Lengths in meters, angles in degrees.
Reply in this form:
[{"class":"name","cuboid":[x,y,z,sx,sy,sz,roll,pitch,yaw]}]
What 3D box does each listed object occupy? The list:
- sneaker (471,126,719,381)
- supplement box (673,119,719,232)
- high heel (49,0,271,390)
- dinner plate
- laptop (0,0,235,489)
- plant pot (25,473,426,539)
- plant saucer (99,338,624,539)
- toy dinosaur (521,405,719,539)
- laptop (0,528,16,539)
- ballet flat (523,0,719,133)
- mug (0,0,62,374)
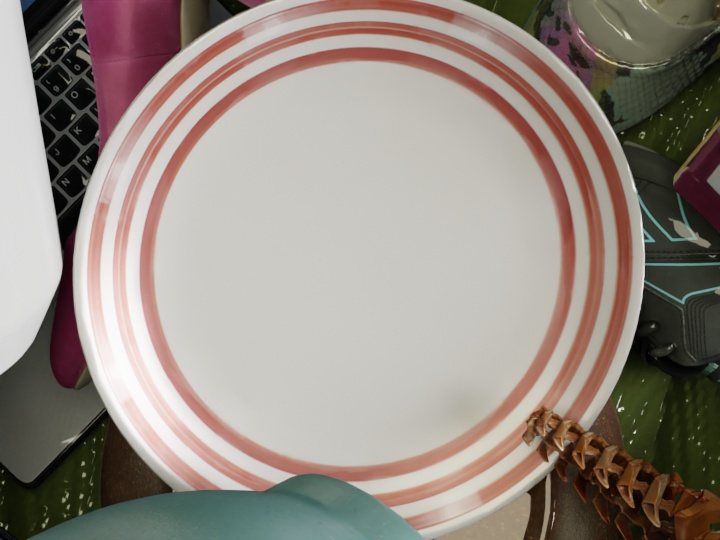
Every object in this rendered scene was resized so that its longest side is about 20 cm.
[{"class":"sneaker","cuboid":[0.107,-0.004,0.783,0.199,0.075,0.080,10,86,6]},{"class":"supplement box","cuboid":[0.219,-0.080,0.721,0.103,0.131,0.200,44,61,9]},{"class":"high heel","cuboid":[-0.094,-0.060,0.769,0.096,0.067,0.201,26,107,6]},{"class":"dinner plate","cuboid":[0.000,0.000,0.747,0.199,0.024,0.201,-2,105,-8]},{"class":"laptop","cuboid":[-0.136,-0.057,0.786,0.200,0.116,0.187,44,88,8]},{"class":"plant pot","cuboid":[-0.034,0.149,0.687,0.134,0.200,0.200,-36,80,-29]},{"class":"plant saucer","cuboid":[0.001,0.081,0.792,0.199,0.037,0.201,0,85,2]},{"class":"toy dinosaur","cuboid":[0.121,0.139,0.736,0.136,0.102,0.200,-33,60,-32]},{"class":"laptop","cuboid":[-0.231,0.101,0.714,0.200,0.187,0.116,-38,58,-2]},{"class":"ballet flat","cuboid":[0.136,-0.123,0.798,0.200,0.071,0.069,-36,82,-1]},{"class":"mug","cuboid":[-0.183,-0.037,0.718,0.186,0.149,0.154,6,123,38]}]
